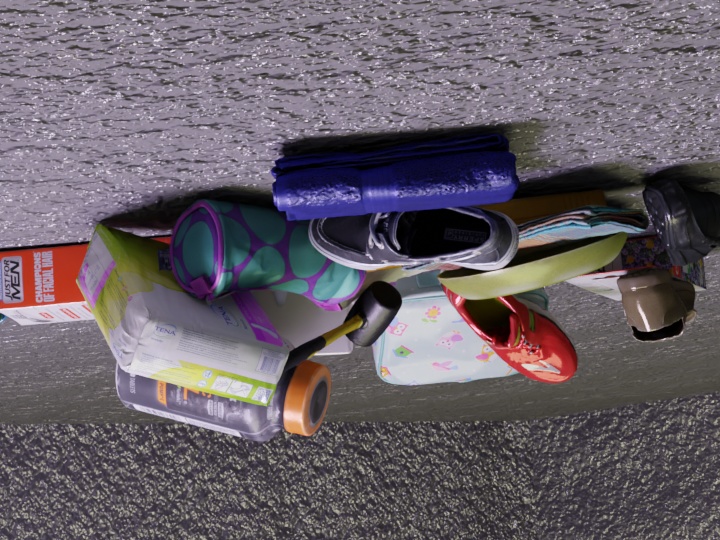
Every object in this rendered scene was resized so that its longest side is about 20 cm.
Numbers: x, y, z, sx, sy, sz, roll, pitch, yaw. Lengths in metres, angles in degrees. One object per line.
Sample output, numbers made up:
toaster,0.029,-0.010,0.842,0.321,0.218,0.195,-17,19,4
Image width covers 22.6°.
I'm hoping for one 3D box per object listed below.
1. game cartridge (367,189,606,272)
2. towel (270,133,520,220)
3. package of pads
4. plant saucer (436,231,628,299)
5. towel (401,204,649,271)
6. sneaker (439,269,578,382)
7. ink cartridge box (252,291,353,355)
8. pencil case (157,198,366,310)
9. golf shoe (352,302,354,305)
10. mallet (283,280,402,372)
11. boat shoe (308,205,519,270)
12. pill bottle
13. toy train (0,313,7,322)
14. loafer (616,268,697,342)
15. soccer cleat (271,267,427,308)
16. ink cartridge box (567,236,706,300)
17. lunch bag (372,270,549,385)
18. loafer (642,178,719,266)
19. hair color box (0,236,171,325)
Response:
game cartridge,0.112,-0.036,1.724,0.199,0.033,0.176,-7,173,-19
towel,0.028,-0.077,1.477,0.198,0.050,0.148,-5,178,1
package of pads,-0.168,0.037,1.644,0.154,0.069,0.200,16,-162,-30
plant saucer,0.176,-0.006,1.796,0.199,0.031,0.200,-16,-176,1
towel,0.154,-0.026,1.672,0.199,0.022,0.146,-15,172,30
sneaker,0.158,0.066,1.918,0.200,0.085,0.077,39,107,-24
ink cartridge box,-0.086,0.045,1.933,0.144,0.085,0.200,-3,-178,-5
pencil case,-0.084,-0.012,1.652,0.085,0.093,0.199,1,178,42
golf shoe,0.007,0.044,2.114,0.199,0.079,0.097,-14,160,43
mallet,-0.038,0.073,1.734,0.200,0.041,0.066,-31,162,-42
boat shoe,0.037,-0.035,1.576,0.199,0.072,0.068,8,175,27
pill bottle,-0.131,0.106,1.771,0.199,0.107,0.106,12,176,18
toy train,-0.468,0.040,1.894,0.199,0.085,0.116,-5,-176,8
loafer,0.317,0.044,1.939,0.076,0.068,0.200,-8,169,22
soccer cleat,0.000,0.000,1.814,0.199,0.078,0.069,-1,170,-17
ink cartridge box,0.304,-0.006,1.996,0.108,0.051,0.200,-8,169,25
lunch bag,0.112,0.048,2.010,0.199,0.077,0.161,-5,136,-8
loafer,0.309,-0.052,1.689,0.070,0.068,0.200,-25,164,10
hair color box,-0.261,0.011,1.821,0.199,0.064,0.111,-6,170,3
